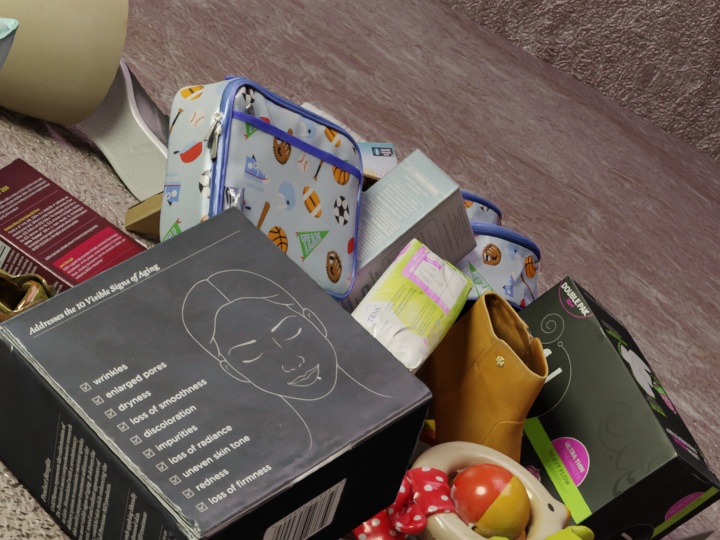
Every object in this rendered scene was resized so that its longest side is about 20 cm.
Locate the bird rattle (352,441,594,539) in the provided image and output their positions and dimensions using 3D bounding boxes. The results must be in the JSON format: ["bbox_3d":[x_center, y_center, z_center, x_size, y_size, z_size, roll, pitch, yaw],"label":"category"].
[{"bbox_3d":[0.080,0.192,1.533,0.199,0.113,0.163,28,30,13],"label":"bird rattle"}]

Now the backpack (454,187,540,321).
[{"bbox_3d":[0.071,0.006,1.853,0.190,0.155,0.200,1,-7,32],"label":"backpack"}]

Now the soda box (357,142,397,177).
[{"bbox_3d":[-0.061,-0.080,1.888,0.199,0.064,0.069,1,65,-30],"label":"soda box"}]

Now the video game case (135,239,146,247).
[{"bbox_3d":[-0.155,0.046,1.620,0.200,0.023,0.182,40,17,14],"label":"video game case"}]

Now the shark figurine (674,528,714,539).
[{"bbox_3d":[0.211,0.191,1.839,0.214,0.090,0.128,40,18,23],"label":"shark figurine"}]

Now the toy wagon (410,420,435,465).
[{"bbox_3d":[0.061,0.143,1.751,0.155,0.040,0.200,15,25,-50],"label":"toy wagon"}]

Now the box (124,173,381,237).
[{"bbox_3d":[-0.085,-0.056,1.769,0.163,0.200,0.021,14,66,-38],"label":"box"}]

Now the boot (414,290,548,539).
[{"bbox_3d":[0.110,0.130,1.627,0.071,0.144,0.202,-5,58,-38],"label":"boot"}]

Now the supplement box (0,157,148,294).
[{"bbox_3d":[-0.213,0.007,1.502,0.200,0.061,0.109,36,28,7],"label":"supplement box"}]

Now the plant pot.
[{"bbox_3d":[-0.341,-0.235,1.813,0.199,0.188,0.187,5,31,-36],"label":"plant pot"}]

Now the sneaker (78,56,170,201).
[{"bbox_3d":[-0.217,-0.146,1.925,0.200,0.071,0.099,58,16,9],"label":"sneaker"}]

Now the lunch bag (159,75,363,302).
[{"bbox_3d":[-0.075,-0.063,1.574,0.075,0.161,0.200,-2,-16,33],"label":"lunch bag"}]

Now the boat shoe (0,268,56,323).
[{"bbox_3d":[-0.235,0.039,1.391,0.200,0.068,0.072,29,15,-25],"label":"boat shoe"}]

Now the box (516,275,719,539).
[{"bbox_3d":[0.190,0.138,1.734,0.124,0.148,0.200,36,21,-52],"label":"box"}]

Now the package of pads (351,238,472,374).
[{"bbox_3d":[0.007,0.071,1.583,0.068,0.155,0.200,38,26,0],"label":"package of pads"}]

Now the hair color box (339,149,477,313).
[{"bbox_3d":[0.000,0.000,1.706,0.061,0.200,0.099,43,-13,31],"label":"hair color box"}]

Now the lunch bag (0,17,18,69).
[{"bbox_3d":[-0.335,-0.108,1.426,0.122,0.171,0.200,26,17,-4],"label":"lunch bag"}]

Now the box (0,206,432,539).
[{"bbox_3d":[-0.098,0.093,1.273,0.200,0.124,0.197,-28,61,-35],"label":"box"}]

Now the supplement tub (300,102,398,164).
[{"bbox_3d":[-0.009,-0.061,2.027,0.200,0.132,0.132,37,16,2],"label":"supplement tub"}]
